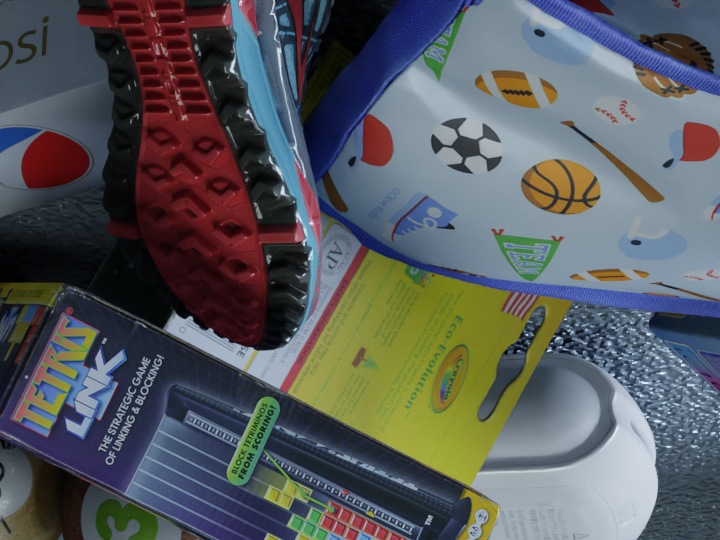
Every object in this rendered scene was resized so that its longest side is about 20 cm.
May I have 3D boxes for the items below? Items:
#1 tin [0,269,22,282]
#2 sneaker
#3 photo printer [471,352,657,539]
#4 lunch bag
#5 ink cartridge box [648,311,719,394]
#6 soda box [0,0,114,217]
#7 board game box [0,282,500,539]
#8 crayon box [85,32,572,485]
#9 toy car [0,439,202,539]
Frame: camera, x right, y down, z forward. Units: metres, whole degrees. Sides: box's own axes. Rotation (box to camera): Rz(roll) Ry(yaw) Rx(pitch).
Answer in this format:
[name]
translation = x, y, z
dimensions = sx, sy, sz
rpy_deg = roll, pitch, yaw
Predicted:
[tin]
translation = -0.189, 0.050, 1.203
dimensions = 0.111, 0.042, 0.200
rpy_deg = -8, 152, 5
[sneaker]
translation = -0.034, -0.068, 0.854
dimensions = 0.079, 0.096, 0.201
rpy_deg = 14, 128, 31
[photo printer]
translation = 0.042, 0.097, 1.258
dimensions = 0.199, 0.070, 0.167
rpy_deg = -4, 154, 8
[lunch bag]
translation = 0.094, -0.068, 0.887
dimensions = 0.199, 0.124, 0.170
rpy_deg = 3, 154, -24
[ink cartridge box]
translation = 0.213, 0.043, 1.010
dimensions = 0.136, 0.076, 0.200
rpy_deg = 41, 171, -13
[soda box]
translation = -0.142, -0.062, 0.951
dimensions = 0.199, 0.068, 0.064
rpy_deg = -15, 150, 26
[board game box]
translation = -0.058, 0.064, 0.924
dimensions = 0.165, 0.057, 0.200
rpy_deg = 26, 173, -12
[crayon box]
translation = 0.000, 0.000, 1.009
dimensions = 0.051, 0.127, 0.200
rpy_deg = 27, 175, 43
[toy car]
translation = -0.145, 0.084, 1.081
dimensions = 0.199, 0.165, 0.158
rpy_deg = 8, -174, -18
